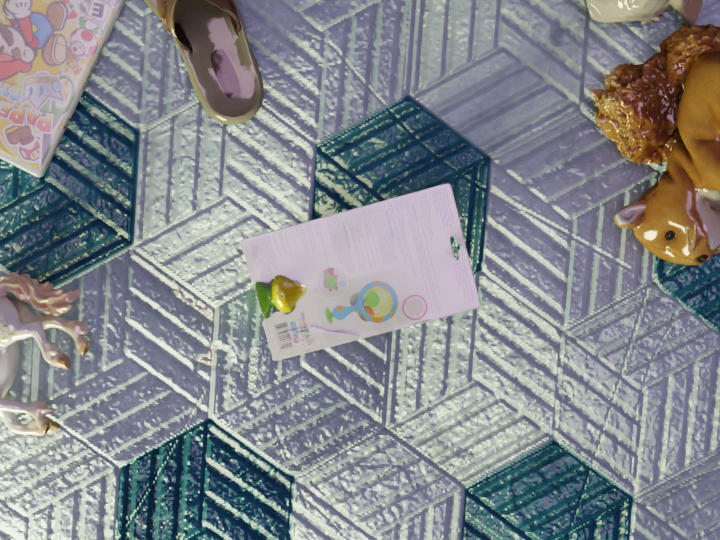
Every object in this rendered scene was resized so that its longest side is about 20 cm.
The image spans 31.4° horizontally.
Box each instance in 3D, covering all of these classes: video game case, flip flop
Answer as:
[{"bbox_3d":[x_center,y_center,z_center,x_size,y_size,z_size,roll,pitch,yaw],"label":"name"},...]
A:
[{"bbox_3d":[-0.337,-0.211,1.150,0.198,0.023,0.184,26,93,-5],"label":"video game case"},{"bbox_3d":[-0.146,-0.225,1.143,0.080,0.058,0.203,-24,96,-1],"label":"flip flop"}]

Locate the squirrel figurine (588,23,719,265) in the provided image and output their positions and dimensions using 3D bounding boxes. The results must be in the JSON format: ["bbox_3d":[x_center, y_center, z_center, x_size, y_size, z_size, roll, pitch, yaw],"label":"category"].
[{"bbox_3d":[0.300,-0.111,1.153,0.201,0.140,0.188,51,121,30],"label":"squirrel figurine"}]

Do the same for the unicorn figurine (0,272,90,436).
[{"bbox_3d":[-0.331,0.096,1.157,0.136,0.074,0.203,22,79,4],"label":"unicorn figurine"}]

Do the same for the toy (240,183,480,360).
[{"bbox_3d":[0.000,0.000,1.176,0.197,0.047,0.117,-15,98,1],"label":"toy"}]

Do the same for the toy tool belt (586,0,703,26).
[{"bbox_3d":[0.265,-0.322,1.145,0.121,0.124,0.204,-6,99,-34],"label":"toy tool belt"}]
